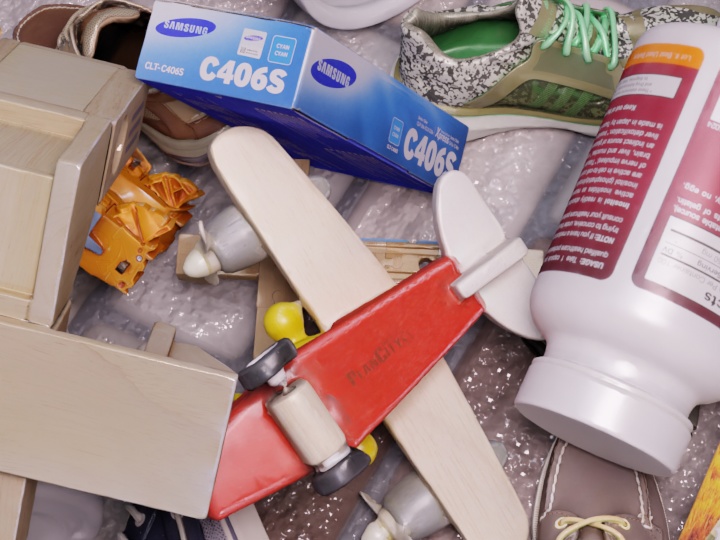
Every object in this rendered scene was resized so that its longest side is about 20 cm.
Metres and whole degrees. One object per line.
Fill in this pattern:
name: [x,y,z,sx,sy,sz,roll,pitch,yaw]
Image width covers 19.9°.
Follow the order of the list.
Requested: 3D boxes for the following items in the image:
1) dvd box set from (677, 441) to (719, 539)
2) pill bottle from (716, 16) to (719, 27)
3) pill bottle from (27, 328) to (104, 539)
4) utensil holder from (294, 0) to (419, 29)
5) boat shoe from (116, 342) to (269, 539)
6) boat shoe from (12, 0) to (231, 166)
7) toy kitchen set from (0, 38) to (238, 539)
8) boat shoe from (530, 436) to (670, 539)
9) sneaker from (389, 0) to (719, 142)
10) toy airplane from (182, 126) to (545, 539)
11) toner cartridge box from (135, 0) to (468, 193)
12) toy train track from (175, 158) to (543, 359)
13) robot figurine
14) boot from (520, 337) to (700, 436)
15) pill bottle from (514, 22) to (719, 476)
dvd box set: [0.256,0.079,0.998,0.145,0.029,0.201,24,89,16]
pill bottle: [0.288,-0.092,1.083,0.200,0.112,0.112,37,72,24]
pill bottle: [-0.205,0.054,1.075,0.110,0.111,0.201,-16,60,-1]
utensil holder: [-0.034,-0.266,1.197,0.170,0.170,0.200,-39,60,-13]
boat shoe: [-0.101,0.132,1.037,0.092,0.075,0.201,-21,61,-12]
boat shoe: [-0.134,-0.124,1.163,0.199,0.072,0.076,22,64,41]
toy kitchen set: [-0.131,0.021,0.979,0.162,0.202,0.181,14,19,0]
boat shoe: [0.115,0.155,1.002,0.071,0.060,0.202,1,62,9]
sneaker: [0.109,-0.124,1.139,0.198,0.089,0.077,-9,60,3]
toy airplane: [0.000,0.041,1.033,0.198,0.141,0.202,13,68,-26]
toner cartridge box: [-0.025,-0.087,1.068,0.094,0.200,0.044,12,85,26]
toy train track: [0.000,0.000,1.118,0.198,0.033,0.116,2,71,5]
robot figurine: [-0.183,-0.074,1.102,0.200,0.145,0.058,39,107,-4]
boot: [0.192,0.034,1.066,0.199,0.068,0.131,23,77,22]
pill bottle: [0.151,-0.009,0.997,0.112,0.113,0.201,21,79,19]
